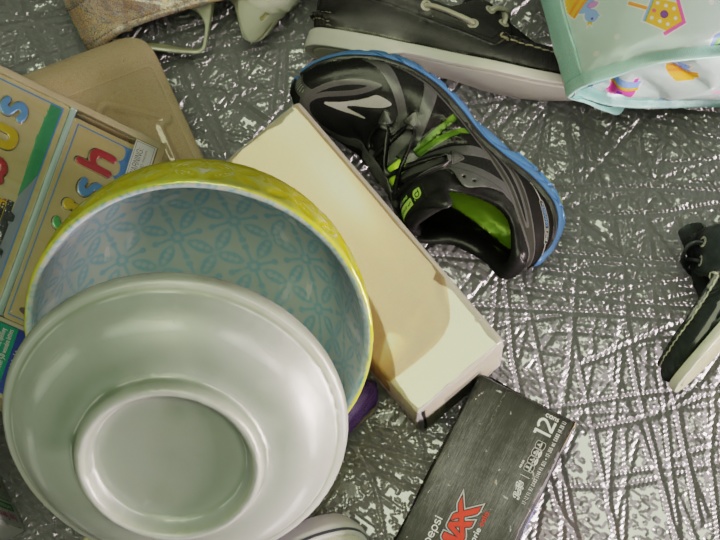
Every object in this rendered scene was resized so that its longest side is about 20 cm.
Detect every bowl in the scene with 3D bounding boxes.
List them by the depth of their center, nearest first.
[{"bbox_3d":[-0.091,0.011,1.174,0.200,0.108,0.200,0,121,0],"label":"bowl"}]

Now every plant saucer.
[{"bbox_3d":[-0.107,0.097,1.135,0.200,0.050,0.200,0,121,0],"label":"plant saucer"}]

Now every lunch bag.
[{"bbox_3d":[0.195,-0.191,1.266,0.200,0.122,0.171,-7,78,-22],"label":"lunch bag"}]

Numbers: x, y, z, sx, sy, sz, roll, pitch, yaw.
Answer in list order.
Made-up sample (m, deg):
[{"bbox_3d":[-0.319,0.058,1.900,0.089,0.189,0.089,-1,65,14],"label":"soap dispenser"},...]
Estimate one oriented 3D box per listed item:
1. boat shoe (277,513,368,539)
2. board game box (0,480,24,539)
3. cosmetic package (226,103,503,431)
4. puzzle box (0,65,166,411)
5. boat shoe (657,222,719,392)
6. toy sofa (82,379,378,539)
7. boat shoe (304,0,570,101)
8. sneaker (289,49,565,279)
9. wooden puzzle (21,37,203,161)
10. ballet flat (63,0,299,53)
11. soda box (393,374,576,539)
[{"bbox_3d":[-0.064,0.229,1.218,0.200,0.071,0.070,-36,35,-18],"label":"boat shoe"},{"bbox_3d":[-0.291,0.082,1.241,0.064,0.148,0.200,-29,78,-4],"label":"board game box"},{"bbox_3d":[0.000,0.000,1.266,0.071,0.105,0.200,-40,78,-5],"label":"cosmetic package"},{"bbox_3d":[-0.207,-0.017,1.211,0.133,0.025,0.200,24,64,-19],"label":"puzzle box"},{"bbox_3d":[0.236,-0.016,1.273,0.066,0.075,0.200,35,82,11],"label":"boat shoe"},{"bbox_3d":[-0.076,0.122,1.256,0.098,0.083,0.200,33,82,10],"label":"toy sofa"},{"bbox_3d":[0.065,-0.153,1.312,0.200,0.074,0.060,11,82,12],"label":"boat shoe"},{"bbox_3d":[0.040,-0.069,1.275,0.199,0.071,0.083,37,42,1],"label":"sneaker"},{"bbox_3d":[-0.178,-0.031,1.274,0.185,0.046,0.200,-26,87,-32],"label":"wooden puzzle"},{"bbox_3d":[-0.096,-0.182,1.335,0.200,0.068,0.067,-10,98,6],"label":"ballet flat"},{"bbox_3d":[0.059,0.170,1.249,0.071,0.063,0.200,27,81,8],"label":"soda box"}]
